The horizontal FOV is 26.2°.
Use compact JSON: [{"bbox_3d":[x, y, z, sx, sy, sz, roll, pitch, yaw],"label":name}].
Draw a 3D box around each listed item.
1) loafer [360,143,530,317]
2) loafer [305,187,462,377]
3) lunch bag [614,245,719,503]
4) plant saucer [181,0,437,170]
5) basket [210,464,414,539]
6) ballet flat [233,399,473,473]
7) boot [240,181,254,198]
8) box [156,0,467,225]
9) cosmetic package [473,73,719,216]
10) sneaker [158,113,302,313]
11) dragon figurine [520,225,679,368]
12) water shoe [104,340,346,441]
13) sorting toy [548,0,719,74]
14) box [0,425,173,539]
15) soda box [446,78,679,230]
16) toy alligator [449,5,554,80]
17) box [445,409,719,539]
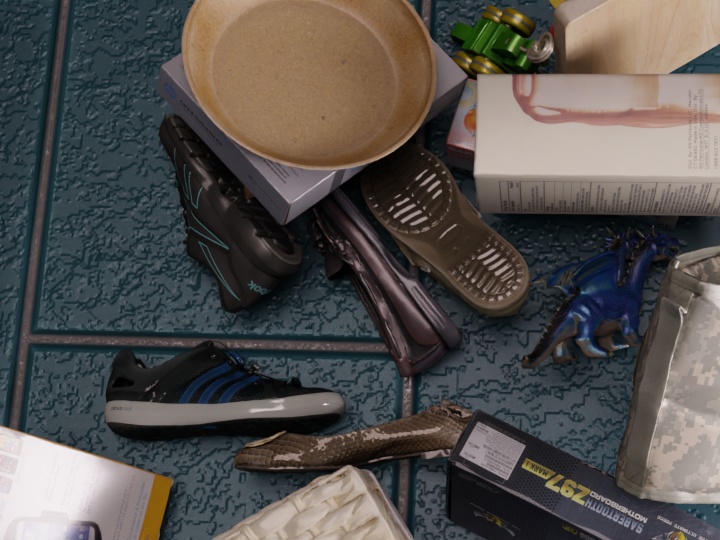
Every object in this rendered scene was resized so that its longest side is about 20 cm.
[{"bbox_3d":[0.069,-0.027,1.281,0.076,0.068,0.200,-34,56,-6],"label":"loafer"},{"bbox_3d":[0.000,0.000,1.280,0.063,0.072,0.200,-40,76,-1],"label":"loafer"},{"bbox_3d":[0.262,0.071,1.106,0.118,0.200,0.164,28,112,45],"label":"lunch bag"},{"bbox_3d":[-0.041,-0.158,1.207,0.200,0.035,0.200,5,64,-10],"label":"plant saucer"},{"bbox_3d":[-0.049,0.247,1.180,0.200,0.123,0.136,-30,73,-4],"label":"basket"},{"bbox_3d":[-0.002,0.134,1.237,0.200,0.067,0.046,-6,86,0],"label":"ballet flat"},{"bbox_3d":[-0.024,-0.136,1.304,0.155,0.077,0.200,6,44,2],"label":"boot"},{"bbox_3d":[-0.037,-0.150,1.248,0.200,0.041,0.156,-36,77,-26],"label":"box"},{"bbox_3d":[0.189,-0.096,1.195,0.200,0.103,0.087,1,76,6],"label":"cosmetic package"},{"bbox_3d":[-0.128,-0.052,1.307,0.079,0.075,0.200,-49,55,23],"label":"sneaker"},{"bbox_3d":[0.177,0.020,1.222,0.200,0.059,0.099,-12,89,-36],"label":"dragon figurine"},{"bbox_3d":[-0.112,0.093,1.263,0.200,0.072,0.079,-2,71,6],"label":"water shoe"},{"bbox_3d":[0.233,-0.226,1.249,0.199,0.200,0.070,-30,71,-3],"label":"sorting toy"},{"bbox_3d":[-0.250,0.193,1.201,0.200,0.041,0.119,23,72,-32],"label":"box"},{"bbox_3d":[0.175,-0.096,1.286,0.200,0.068,0.064,17,76,11],"label":"soda box"},{"bbox_3d":[0.129,-0.178,1.280,0.054,0.200,0.059,32,91,-22],"label":"toy alligator"},{"bbox_3d":[0.161,0.190,1.153,0.200,0.158,0.051,27,70,13],"label":"box"}]
